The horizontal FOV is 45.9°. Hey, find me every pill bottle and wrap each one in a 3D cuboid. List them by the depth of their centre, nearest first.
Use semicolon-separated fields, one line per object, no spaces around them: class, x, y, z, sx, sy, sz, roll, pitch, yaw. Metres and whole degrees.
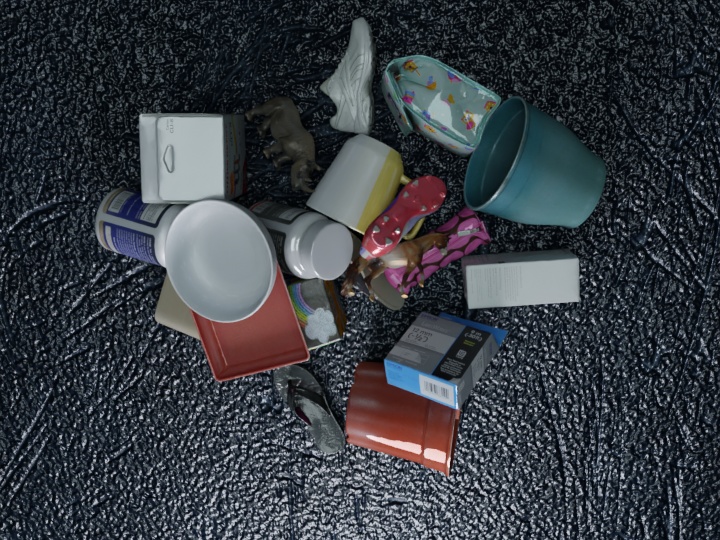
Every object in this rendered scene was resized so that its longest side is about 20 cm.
pill bottle;-0.112;-0.050;1.472;0.198;0.113;0.116;17;105;44
pill bottle;-0.358;-0.070;1.504;0.197;0.115;0.118;16;101;21

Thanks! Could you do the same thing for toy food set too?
toy food set;-0.288;0.031;1.582;0.142;0.060;0.203;21;99;11

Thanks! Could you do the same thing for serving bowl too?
serving bowl;-0.218;-0.021;1.388;0.197;0.066;0.204;6;106;20

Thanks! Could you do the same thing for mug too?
mug;0.016;-0.144;1.500;0.185;0.149;0.155;25;92;-32

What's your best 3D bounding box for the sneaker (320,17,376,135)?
sneaker;-0.023;-0.339;1.488;0.098;0.078;0.204;4;99;6

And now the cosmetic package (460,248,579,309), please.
cosmetic package;0.283;0.013;1.513;0.196;0.113;0.083;-6;100;3

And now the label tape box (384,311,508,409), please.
label tape box;0.151;0.132;1.475;0.142;0.200;0.067;16;136;30

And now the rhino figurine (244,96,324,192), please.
rhino figurine;-0.124;-0.220;1.492;0.087;0.060;0.202;-32;70;11

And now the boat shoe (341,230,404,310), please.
boat shoe;0.000;0.000;1.564;0.200;0.073;0.063;45;142;-10

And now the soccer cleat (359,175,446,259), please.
soccer cleat;0.070;-0.091;1.429;0.067;0.076;0.200;46;57;-2

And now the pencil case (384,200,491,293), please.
pencil case;0.133;-0.035;1.509;0.199;0.094;0.091;-34;106;2

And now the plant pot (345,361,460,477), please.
plant pot;0.081;0.252;1.534;0.192;0.201;0.204;8;100;10

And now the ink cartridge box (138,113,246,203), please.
ink cartridge box;-0.283;-0.195;1.463;0.142;0.200;0.148;1;100;3

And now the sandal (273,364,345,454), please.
sandal;-0.093;0.260;1.607;0.075;0.048;0.202;-34;97;8

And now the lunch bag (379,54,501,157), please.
lunch bag;0.122;-0.282;1.439;0.198;0.170;0.123;27;93;-1

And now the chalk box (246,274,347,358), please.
chalk box;-0.137;0.082;1.543;0.197;0.124;0.127;-16;99;7

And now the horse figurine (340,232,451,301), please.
horse figurine;0.051;-0.009;1.443;0.197;0.134;0.050;-9;136;26

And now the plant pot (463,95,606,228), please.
plant pot;0.304;-0.165;1.449;0.186;0.200;0.203;21;101;-16

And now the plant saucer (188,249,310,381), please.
plant saucer;-0.194;0.074;1.461;0.197;0.037;0.203;-15;99;23
